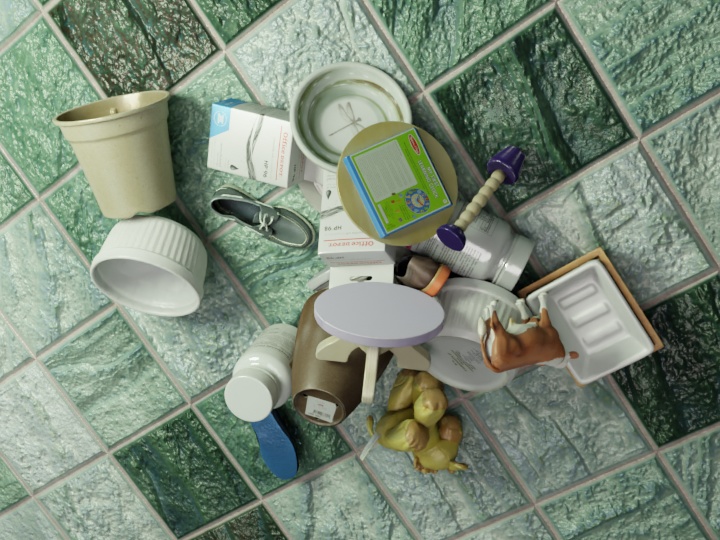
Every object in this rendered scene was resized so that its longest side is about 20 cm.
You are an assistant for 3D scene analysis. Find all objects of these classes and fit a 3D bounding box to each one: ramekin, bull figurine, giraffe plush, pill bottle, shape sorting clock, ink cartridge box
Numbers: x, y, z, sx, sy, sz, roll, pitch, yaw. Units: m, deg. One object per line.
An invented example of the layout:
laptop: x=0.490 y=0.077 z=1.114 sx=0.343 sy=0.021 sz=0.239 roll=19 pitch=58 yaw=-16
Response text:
ramekin: x=-0.370 y=-0.011 z=1.569 sx=0.199 sy=0.105 sz=0.200 roll=9 pitch=149 yaw=5
bull figurine: x=0.260 y=0.102 z=1.364 sx=0.065 sy=0.200 sz=0.122 roll=-24 pitch=76 yaw=47
giraffe plush: x=0.120 y=0.297 z=1.581 sx=0.162 sy=0.173 sz=0.200 roll=33 pitch=106 yaw=-22
pill bottle: x=0.177 y=-0.049 z=1.445 sx=0.199 sy=0.113 sz=0.114 roll=27 pitch=114 yaw=5
shape sorting clock: x=0.058 y=-0.136 z=1.374 sx=0.199 sy=0.039 sz=0.201 roll=2 pitch=81 yaw=-12
ink cartridge box: x=-0.002 y=-0.073 z=1.428 sx=0.115 sy=0.067 sz=0.201 roll=-3 pitch=69 yaw=16
ink cartridge box: x=-0.155 y=-0.213 z=1.489 sx=0.199 sy=0.068 sz=0.116 roll=16 pitch=113 yaw=18
ramekin: x=0.183 y=0.115 z=1.462 sx=0.199 sy=0.105 sz=0.200 roll=16 pitch=144 yaw=12
pill bottle: x=-0.166 y=0.185 z=1.579 sx=0.114 sy=0.200 sz=0.115 roll=5 pitch=112 yaw=14

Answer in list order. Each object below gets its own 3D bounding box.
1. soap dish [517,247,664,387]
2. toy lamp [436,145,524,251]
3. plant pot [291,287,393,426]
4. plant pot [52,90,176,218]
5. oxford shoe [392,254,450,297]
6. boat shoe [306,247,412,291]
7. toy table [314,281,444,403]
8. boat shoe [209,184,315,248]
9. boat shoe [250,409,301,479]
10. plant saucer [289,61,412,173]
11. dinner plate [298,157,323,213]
soap dish: x=0.380 y=0.074 z=1.452 sx=0.157 sy=0.081 sz=0.200 roll=-31 pitch=99 yaw=23
toy lamp: x=0.194 y=-0.119 z=1.386 sx=0.058 sy=0.200 sz=0.058 roll=34 pitch=158 yaw=16
plant pot: x=-0.042 y=0.164 z=1.510 sx=0.186 sy=0.200 sz=0.187 roll=10 pitch=132 yaw=11
plant pot: x=-0.403 y=-0.196 z=1.514 sx=0.200 sy=0.201 sz=0.184 roll=-4 pitch=113 yaw=17
oxford shoe: x=0.089 y=0.004 z=1.457 sx=0.072 sy=0.200 sz=0.071 roll=34 pitch=78 yaw=-6
boat shoe: x=0.000 y=0.000 z=1.541 sx=0.200 sy=0.072 sz=0.066 roll=-27 pitch=97 yaw=15
toy table: x=0.026 y=0.104 z=1.379 sx=0.199 sy=0.184 sz=0.117 roll=13 pitch=131 yaw=12
boat shoe: x=-0.178 y=-0.088 z=1.558 sx=0.199 sy=0.062 sz=0.073 roll=27 pitch=114 yaw=5
boat shoe: x=-0.163 y=0.307 z=1.700 sx=0.084 sy=0.069 sz=0.201 roll=-13 pitch=107 yaw=11
plant saucer: x=-0.017 y=-0.241 z=1.429 sx=0.199 sy=0.050 sz=0.201 roll=2 pitch=73 yaw=-6
dinner plate: x=-0.022 y=-0.174 z=1.505 sx=0.199 sy=0.024 sz=0.201 roll=6 pitch=112 yaw=14
